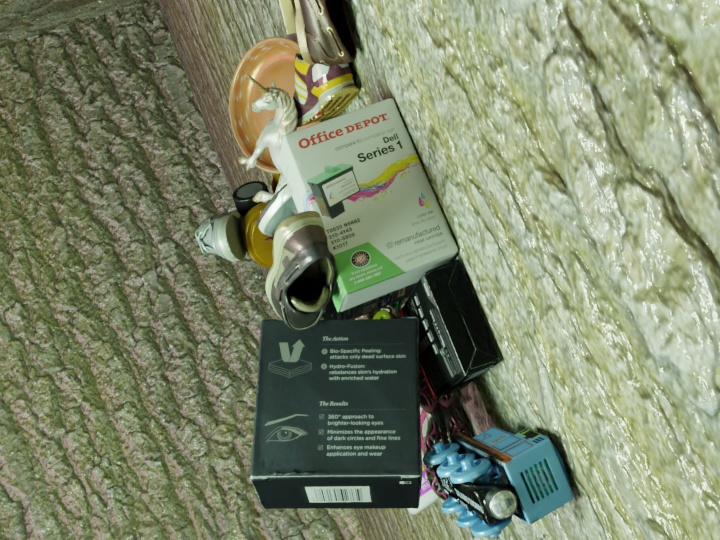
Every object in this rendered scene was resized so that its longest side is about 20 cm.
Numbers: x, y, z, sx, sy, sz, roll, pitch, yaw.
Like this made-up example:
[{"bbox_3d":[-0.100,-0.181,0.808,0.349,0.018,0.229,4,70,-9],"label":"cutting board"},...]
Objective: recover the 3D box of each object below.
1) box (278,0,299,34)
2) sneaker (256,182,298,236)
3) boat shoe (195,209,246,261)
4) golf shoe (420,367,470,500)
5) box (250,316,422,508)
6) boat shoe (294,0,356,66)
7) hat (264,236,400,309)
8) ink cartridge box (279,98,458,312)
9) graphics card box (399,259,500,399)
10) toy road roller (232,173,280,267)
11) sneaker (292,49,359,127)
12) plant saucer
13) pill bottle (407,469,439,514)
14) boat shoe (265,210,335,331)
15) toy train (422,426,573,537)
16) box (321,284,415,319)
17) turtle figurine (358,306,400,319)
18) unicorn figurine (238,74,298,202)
[{"bbox_3d":[-0.097,-0.420,1.192,0.165,0.021,0.203,-84,-17,-58],"label":"box"},{"bbox_3d":[-0.035,-0.079,1.262,0.122,0.199,0.083,54,-163,8],"label":"sneaker"},{"bbox_3d":[-0.216,-0.050,1.474,0.201,0.070,0.072,-99,-5,-79],"label":"boat shoe"},{"bbox_3d":[0.108,0.210,1.314,0.092,0.071,0.205,171,89,-85],"label":"golf shoe"},{"bbox_3d":[-0.024,0.171,1.144,0.118,0.192,0.204,85,-174,-59],"label":"box"},{"bbox_3d":[-0.048,-0.345,1.141,0.069,0.070,0.203,7,127,34],"label":"boat shoe"},{"bbox_3d":[-0.051,-0.008,1.418,0.166,0.173,0.204,-134,26,-64],"label":"hat"},{"bbox_3d":[0.006,-0.077,1.108,0.084,0.142,0.203,111,138,-72],"label":"ink cartridge box"},{"bbox_3d":[0.102,0.076,1.146,0.200,0.050,0.128,106,143,-74],"label":"graphics card box"},{"bbox_3d":[-0.090,-0.078,1.468,0.146,0.197,0.125,39,149,52],"label":"toy road roller"},{"bbox_3d":[-0.058,-0.259,1.307,0.199,0.074,0.092,-15,95,69],"label":"sneaker"},{"bbox_3d":[-0.120,-0.252,1.464,0.197,0.037,0.205,7,101,36],"label":"plant saucer"},{"bbox_3d":[0.064,0.247,1.409,0.202,0.103,0.105,56,166,13],"label":"pill bottle"},{"bbox_3d":[-0.062,0.017,1.053,0.202,0.070,0.066,101,151,-54],"label":"boat shoe"},{"bbox_3d":[0.143,0.220,1.029,0.200,0.112,0.088,172,75,-78],"label":"toy train"},{"bbox_3d":[0.000,0.000,1.238,0.201,0.155,0.052,93,155,-65],"label":"box"},{"bbox_3d":[0.037,0.093,1.438,0.201,0.064,0.161,52,180,23],"label":"turtle figurine"},{"bbox_3d":[-0.116,-0.168,1.339,0.136,0.074,0.202,-29,98,44],"label":"unicorn figurine"}]
